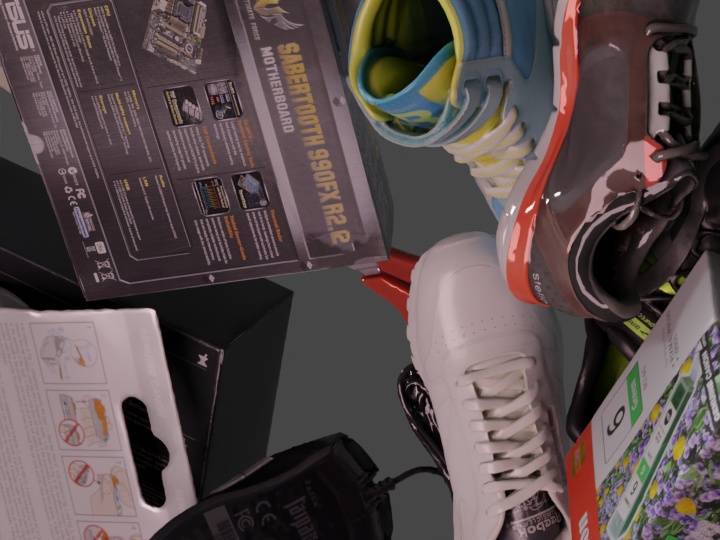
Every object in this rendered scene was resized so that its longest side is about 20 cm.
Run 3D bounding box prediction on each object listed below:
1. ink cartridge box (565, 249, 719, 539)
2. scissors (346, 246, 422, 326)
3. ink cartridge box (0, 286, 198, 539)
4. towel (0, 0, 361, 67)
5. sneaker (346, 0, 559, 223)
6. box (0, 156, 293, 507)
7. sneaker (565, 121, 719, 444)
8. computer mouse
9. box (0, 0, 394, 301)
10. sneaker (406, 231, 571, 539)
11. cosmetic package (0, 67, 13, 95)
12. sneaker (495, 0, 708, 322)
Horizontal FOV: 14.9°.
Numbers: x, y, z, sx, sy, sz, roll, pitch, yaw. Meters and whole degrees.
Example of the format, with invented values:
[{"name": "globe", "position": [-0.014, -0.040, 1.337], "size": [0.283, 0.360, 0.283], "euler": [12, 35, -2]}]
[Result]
[{"name": "ink cartridge box", "position": [0.127, 0.102, 1.210], "size": [0.050, 0.109, 0.200], "euler": [21, 125, -15]}, {"name": "scissors", "position": [0.000, 0.000, 1.389], "size": [0.199, 0.014, 0.074], "euler": [19, 123, 21]}, {"name": "ink cartridge box", "position": [-0.168, 0.083, 1.426], "size": [0.199, 0.047, 0.161], "euler": [-1, 113, 25]}, {"name": "towel", "position": [-0.084, -0.123, 1.319], "size": [0.199, 0.024, 0.147], "euler": [25, 127, -16]}, {"name": "sneaker", "position": [0.052, -0.062, 1.253], "size": [0.079, 0.131, 0.201], "euler": [-11, 108, 34]}, {"name": "box", "position": [-0.145, 0.044, 1.461], "size": [0.199, 0.079, 0.142], "euler": [25, 127, 20]}, {"name": "sneaker", "position": [0.152, 0.012, 1.258], "size": [0.071, 0.083, 0.200], "euler": [36, 126, 13]}, {"name": "computer mouse", "position": [-0.014, 0.148, 1.386], "size": [0.141, 0.199, 0.046], "euler": [62, 161, -12]}, {"name": "box", "position": [-0.080, -0.084, 1.305], "size": [0.157, 0.048, 0.201], "euler": [-8, 129, 10]}, {"name": "sneaker", "position": [0.072, 0.079, 1.325], "size": [0.076, 0.081, 0.201], "euler": [-14, 110, -1]}, {"name": "cosmetic package", "position": [-0.145, -0.189, 1.349], "size": [0.105, 0.071, 0.201], "euler": [34, 127, 12]}, {"name": "sneaker", "position": [0.128, -0.069, 1.208], "size": [0.082, 0.077, 0.201], "euler": [29, 109, 44]}]
